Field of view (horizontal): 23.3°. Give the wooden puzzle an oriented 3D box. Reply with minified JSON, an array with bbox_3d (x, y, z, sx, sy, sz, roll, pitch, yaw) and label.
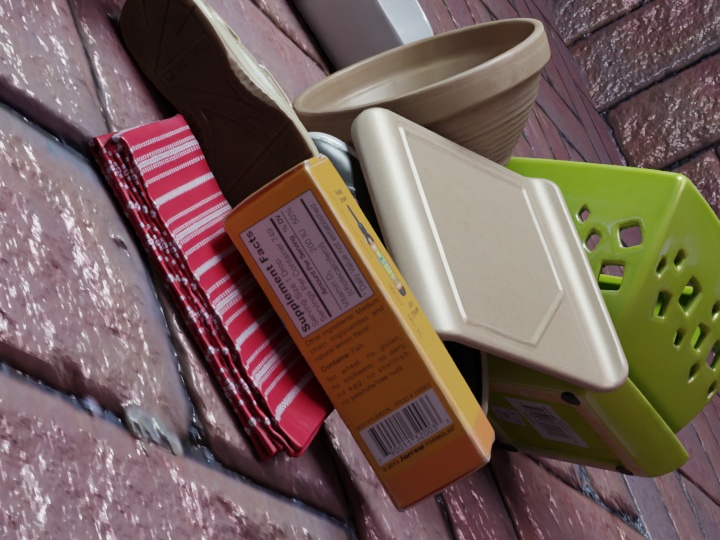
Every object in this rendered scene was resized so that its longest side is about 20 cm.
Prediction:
[{"bbox_3d":[0.085,-0.009,1.190,0.199,0.037,0.186,16,45,-41],"label":"wooden puzzle"}]

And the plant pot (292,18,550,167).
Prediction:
[{"bbox_3d":[0.056,-0.114,1.316,0.201,0.199,0.094,-73,145,-70],"label":"plant pot"}]

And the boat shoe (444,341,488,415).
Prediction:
[{"bbox_3d":[0.042,0.037,1.243,0.063,0.074,0.203,12,53,-33],"label":"boat shoe"}]

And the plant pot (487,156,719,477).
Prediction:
[{"bbox_3d":[0.172,0.042,1.350,0.200,0.198,0.183,47,61,-45],"label":"plant pot"}]

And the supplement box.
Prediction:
[{"bbox_3d":[0.001,0.034,1.010,0.201,0.068,0.067,61,11,-2],"label":"supplement box"}]

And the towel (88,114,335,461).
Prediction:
[{"bbox_3d":[-0.074,0.005,0.979,0.201,0.022,0.145,61,14,-2],"label":"towel"}]

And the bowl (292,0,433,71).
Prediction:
[{"bbox_3d":[-0.011,-0.253,1.561,0.201,0.074,0.200,56,16,-16],"label":"bowl"}]

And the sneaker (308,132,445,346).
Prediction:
[{"bbox_3d":[0.000,0.000,1.139,0.202,0.070,0.099,66,10,2],"label":"sneaker"}]

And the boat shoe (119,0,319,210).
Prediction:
[{"bbox_3d":[-0.070,-0.092,1.072,0.201,0.071,0.065,59,16,-3],"label":"boat shoe"}]
